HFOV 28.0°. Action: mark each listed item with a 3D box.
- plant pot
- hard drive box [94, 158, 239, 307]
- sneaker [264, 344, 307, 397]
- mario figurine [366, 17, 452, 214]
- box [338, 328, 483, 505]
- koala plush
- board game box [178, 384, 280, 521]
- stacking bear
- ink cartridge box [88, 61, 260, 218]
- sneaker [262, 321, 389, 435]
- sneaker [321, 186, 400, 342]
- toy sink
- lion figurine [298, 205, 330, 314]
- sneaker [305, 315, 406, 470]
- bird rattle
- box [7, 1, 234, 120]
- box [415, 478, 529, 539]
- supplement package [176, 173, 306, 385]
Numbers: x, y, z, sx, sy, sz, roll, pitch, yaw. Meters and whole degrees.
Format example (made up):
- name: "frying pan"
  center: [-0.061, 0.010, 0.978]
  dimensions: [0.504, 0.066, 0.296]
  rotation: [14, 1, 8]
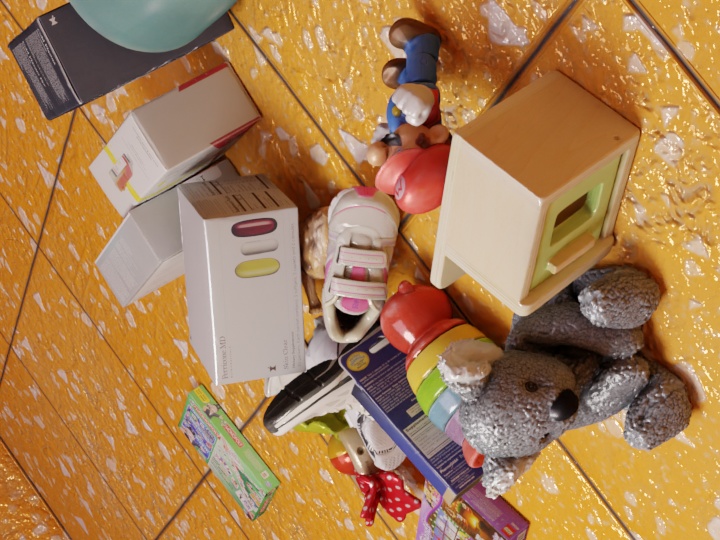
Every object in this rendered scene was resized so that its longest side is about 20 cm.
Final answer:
- name: "plant pot"
  center: [-0.186, -0.340, 1.455]
  dimensions: [0.161, 0.200, 0.201]
  rotation: [-15, 105, 52]
- name: "hard drive box"
  center: [-0.239, -0.045, 1.856]
  dimensions: [0.077, 0.156, 0.200]
  rotation: [57, 151, 3]
- name: "sneaker"
  center: [-0.141, 0.070, 1.887]
  dimensions: [0.201, 0.088, 0.075]
  rotation: [59, 153, -3]
- name: "mario figurine"
  center: [0.035, -0.136, 1.306]
  dimensions: [0.106, 0.201, 0.123]
  rotation: [-21, 137, 20]
- name: "box"
  center: [0.078, 0.146, 1.589]
  dimensions: [0.200, 0.121, 0.032]
  rotation: [48, 151, 17]
- name: "koala plush"
  center: [0.166, 0.107, 1.331]
  dimensions: [0.183, 0.200, 0.178]
  rotation: [8, 126, 54]
- name: "board game box"
  center: [-0.209, 0.288, 2.270]
  dimensions: [0.200, 0.029, 0.135]
  rotation: [50, 150, 14]
- name: "stacking bear"
  center: [0.098, 0.099, 1.533]
  dimensions: [0.200, 0.113, 0.122]
  rotation: [51, 151, 21]
- name: "ink cartridge box"
  center: [-0.226, -0.154, 1.740]
  dimensions: [0.084, 0.145, 0.200]
  rotation: [57, 152, -2]
- name: "sneaker"
  center: [-0.007, 0.153, 1.655]
  dimensions: [0.116, 0.200, 0.076]
  rotation: [58, 170, -16]
- name: "sneaker"
  center: [0.000, 0.000, 1.562]
  dimensions: [0.088, 0.081, 0.201]
  rotation: [-90, 3, -50]
- name: "toy sink"
  center: [0.152, -0.049, 1.274]
  dimensions: [0.112, 0.130, 0.200]
  rotation: [41, 146, 26]
- name: "lion figurine"
  center: [-0.066, -0.023, 1.699]
  dimensions: [0.200, 0.072, 0.123]
  rotation: [15, 121, 57]
- name: "sneaker"
  center: [-0.003, 0.144, 1.765]
  dimensions: [0.115, 0.075, 0.201]
  rotation: [12, 123, 53]
- name: "bird rattle"
  center: [0.001, 0.232, 1.848]
  dimensions: [0.200, 0.112, 0.163]
  rotation: [54, 172, 0]
- name: "box"
  center: [-0.272, -0.263, 1.620]
  dimensions: [0.104, 0.200, 0.182]
  rotation: [63, 160, -10]
- name: "box"
  center: [0.132, 0.328, 1.769]
  dimensions: [0.137, 0.039, 0.200]
  rotation: [41, 148, 28]
- name: "supplement package"
  center: [-0.140, 0.008, 1.677]
  dimensions: [0.156, 0.110, 0.201]
  rotation: [-136, 40, -65]
